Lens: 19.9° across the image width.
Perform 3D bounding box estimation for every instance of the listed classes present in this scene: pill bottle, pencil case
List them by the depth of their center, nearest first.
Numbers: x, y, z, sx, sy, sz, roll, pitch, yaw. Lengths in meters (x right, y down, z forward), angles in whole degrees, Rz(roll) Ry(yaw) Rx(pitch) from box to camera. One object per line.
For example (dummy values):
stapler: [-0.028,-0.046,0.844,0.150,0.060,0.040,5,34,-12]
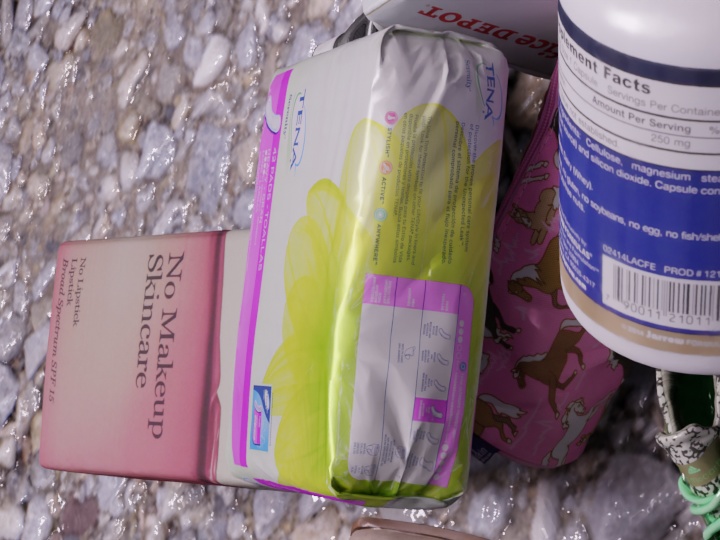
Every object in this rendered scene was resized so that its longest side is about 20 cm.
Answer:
pill bottle: [0.130,-0.072,0.750,0.116,0.115,0.201,43,146,45]
pencil case: [0.096,-0.012,0.899,0.083,0.086,0.201,38,114,35]

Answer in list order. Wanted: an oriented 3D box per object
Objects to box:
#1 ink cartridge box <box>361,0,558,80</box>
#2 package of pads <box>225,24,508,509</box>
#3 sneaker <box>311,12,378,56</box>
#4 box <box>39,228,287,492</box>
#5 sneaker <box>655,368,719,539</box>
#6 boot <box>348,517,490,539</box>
ink cartridge box: [0.111,-0.165,0.865,0.199,0.145,0.083,-26,62,44]
package of pads: [0.000,0.000,0.897,0.154,0.068,0.202,175,101,-68]
sneaker: [0.035,-0.060,0.999,0.091,0.066,0.201,-47,48,37]
box: [-0.069,0.049,1.070,0.199,0.108,0.129,-3,80,50]
sneaker: [0.149,0.087,0.818,0.077,0.088,0.201,-35,58,41]
boot: [0.073,0.197,0.826,0.070,0.198,0.147,109,178,-71]
